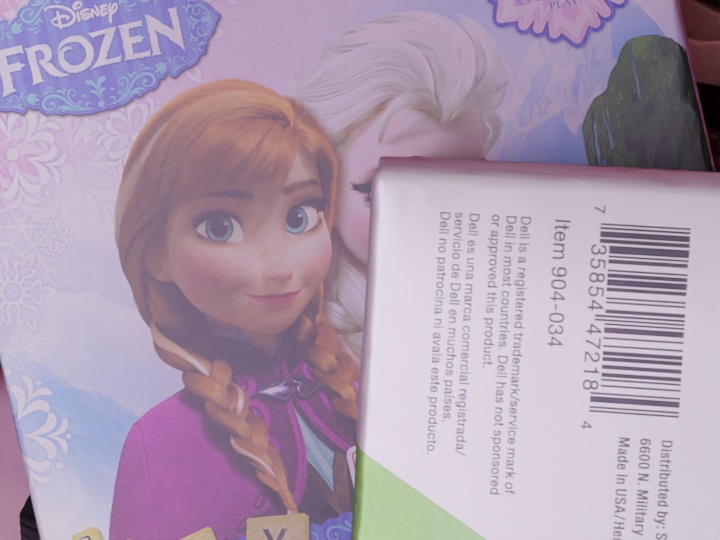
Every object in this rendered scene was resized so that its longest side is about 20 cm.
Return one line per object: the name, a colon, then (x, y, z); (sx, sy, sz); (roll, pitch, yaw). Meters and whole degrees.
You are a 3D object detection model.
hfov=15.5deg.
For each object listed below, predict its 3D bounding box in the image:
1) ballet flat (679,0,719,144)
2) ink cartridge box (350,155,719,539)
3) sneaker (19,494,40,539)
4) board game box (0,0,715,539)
ballet flat: (0.115, -0.053, 0.740); (0.200, 0.067, 0.068); (28, 110, 23)
ink cartridge box: (0.101, 0.050, 0.635); (0.200, 0.084, 0.146); (4, 92, 6)
sneaker: (-0.053, 0.039, 0.826); (0.200, 0.060, 0.104); (-9, 86, 59)
board game box: (0.000, 0.000, 0.711); (0.200, 0.041, 0.200); (-13, 90, 8)
